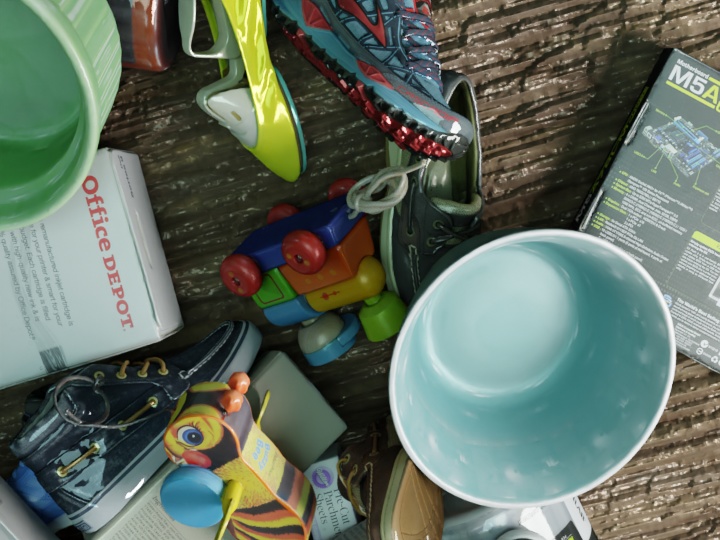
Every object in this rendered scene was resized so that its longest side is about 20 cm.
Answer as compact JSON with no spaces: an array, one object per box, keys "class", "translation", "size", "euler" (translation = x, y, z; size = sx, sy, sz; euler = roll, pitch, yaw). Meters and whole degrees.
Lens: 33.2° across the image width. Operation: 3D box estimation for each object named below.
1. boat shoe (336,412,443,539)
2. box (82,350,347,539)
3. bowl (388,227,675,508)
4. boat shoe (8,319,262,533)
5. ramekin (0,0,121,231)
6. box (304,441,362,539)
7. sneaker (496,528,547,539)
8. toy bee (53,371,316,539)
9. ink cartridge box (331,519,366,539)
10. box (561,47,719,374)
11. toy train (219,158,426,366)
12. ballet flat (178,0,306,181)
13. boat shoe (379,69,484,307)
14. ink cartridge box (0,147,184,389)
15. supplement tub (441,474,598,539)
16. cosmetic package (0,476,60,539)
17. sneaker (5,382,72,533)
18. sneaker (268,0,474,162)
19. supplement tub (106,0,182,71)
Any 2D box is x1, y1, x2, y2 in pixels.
[{"class":"boat shoe","translation":[0.018,0.154,0.868],"size":[0.071,0.200,0.073],"euler":[-15,108,13]},{"class":"box","translation":[-0.110,0.156,0.906],"size":[0.200,0.068,0.082],"euler":[-43,99,-14]},{"class":"bowl","translation":[0.109,0.051,0.847],"size":[0.197,0.105,0.204],"euler":[-3,111,-7]},{"class":"boat shoe","translation":[-0.161,0.088,0.888],"size":[0.091,0.071,0.201],"euler":[49,64,-14]},{"class":"ramekin","translation":[-0.255,-0.136,0.800],"size":[0.196,0.098,0.203],"euler":[5,126,6]},{"class":"box","translation":[-0.008,0.240,0.963],"size":[0.041,0.039,0.203],"euler":[-15,98,3]},{"class":"sneaker","translation":[0.077,0.280,0.811],"size":[0.070,0.099,0.202],"euler":[24,101,-2]},{"class":"toy bee","translation":[-0.094,0.124,0.809],"size":[0.198,0.132,0.108],"euler":[26,131,-34]},{"class":"ink cartridge box","translation":[-0.018,0.295,0.896],"size":[0.198,0.084,0.148],"euler":[-29,101,-12]},{"class":"box","translation":[0.269,-0.033,0.900],"size":[0.198,0.048,0.195],"euler":[27,98,0]},{"class":"toy train","translation":[0.000,0.000,0.867],"size":[0.198,0.085,0.116],"euler":[-18,114,43]},{"class":"ballet flat","translation":[-0.092,-0.151,0.870],"size":[0.066,0.067,0.203],"euler":[-24,119,-25]},{"class":"boat shoe","translation":[0.058,-0.047,0.889],"size":[0.071,0.066,0.205],"euler":[-6,98,-31]},{"class":"ink cartridge box","translation":[-0.249,0.006,0.912],"size":[0.197,0.084,0.148],"euler":[-15,92,6]},{"class":"supplement tub","translation":[0.134,0.246,0.914],"size":[0.121,0.123,0.202],"euler":[-27,97,7]},{"class":"cosmetic package","translation":[-0.239,0.251,0.897],"size":[0.082,0.051,0.201],"euler":[-40,96,7]},{"class":"sneaker","translation":[-0.253,0.150,0.943],"size":[0.197,0.077,0.113],"euler":[-21,103,3]},{"class":"sneaker","translation":[0.020,-0.161,0.845],"size":[0.096,0.079,0.200],"euler":[-44,63,1]},{"class":"supplement tub","translation":[-0.228,-0.209,0.870],"size":[0.196,0.107,0.109],"euler":[8,100,2]}]
